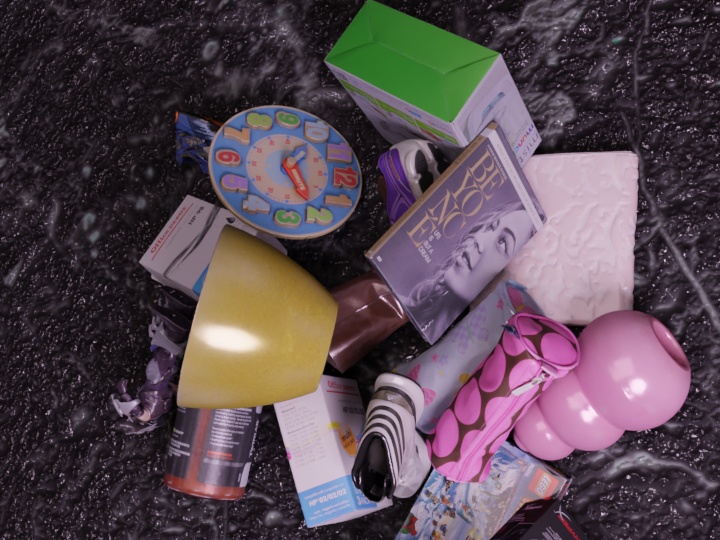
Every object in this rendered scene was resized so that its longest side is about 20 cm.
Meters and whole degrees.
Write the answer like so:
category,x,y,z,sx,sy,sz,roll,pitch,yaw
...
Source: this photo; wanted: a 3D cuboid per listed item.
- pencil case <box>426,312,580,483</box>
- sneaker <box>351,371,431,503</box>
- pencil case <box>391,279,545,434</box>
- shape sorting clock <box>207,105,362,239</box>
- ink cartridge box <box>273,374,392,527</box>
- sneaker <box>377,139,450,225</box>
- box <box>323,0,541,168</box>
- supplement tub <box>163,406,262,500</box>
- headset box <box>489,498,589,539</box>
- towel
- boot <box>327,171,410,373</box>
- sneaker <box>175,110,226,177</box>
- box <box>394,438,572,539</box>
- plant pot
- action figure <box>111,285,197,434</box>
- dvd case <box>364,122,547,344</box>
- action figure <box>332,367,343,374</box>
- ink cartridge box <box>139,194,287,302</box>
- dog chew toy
category,x,y,z,sx,sy,sz,roll,pitch,yaw
pencil case,0.141,0.137,0.921,0.094,0.090,0.201,-93,26,-54
sneaker,0.024,0.214,0.973,0.075,0.202,0.116,13,48,19
pencil case,0.120,0.098,1.005,0.200,0.083,0.091,-41,35,25
shape sorting clock,-0.092,-0.128,1.126,0.201,0.198,0.039,65,149,20
ink cartridge box,-0.038,0.191,1.058,0.067,0.115,0.202,-24,71,18
sneaker,0.077,-0.051,1.017,0.083,0.080,0.202,-5,108,47
box,0.084,-0.192,1.024,0.199,0.176,0.097,33,85,35
supplement tub,-0.178,0.180,1.128,0.106,0.107,0.202,9,84,25
headset box,0.161,0.350,0.883,0.200,0.075,0.149,-38,88,-26
towel,0.221,-0.035,1.033,0.189,0.032,0.202,0,80,25
boot,0.000,0.000,1.069,0.199,0.064,0.187,-31,77,-3
sneaker,-0.175,-0.155,1.220,0.199,0.075,0.079,24,106,29
box,0.129,0.284,1.007,0.136,0.040,0.201,31,93,27
plant pot,-0.104,0.065,0.972,0.141,0.200,0.202,15,86,-5
action figure,-0.258,0.127,1.144,0.069,0.130,0.201,23,114,5
dvd case,0.109,-0.037,0.959,0.200,0.149,0.016,-46,38,-12
action figure,-0.081,0.069,1.126,0.198,0.065,0.100,2,67,25
ink cartridge box,-0.205,-0.022,1.162,0.199,0.067,0.116,21,71,40
dog chew toy,0.245,0.131,0.945,0.200,0.124,0.125,-40,66,27
